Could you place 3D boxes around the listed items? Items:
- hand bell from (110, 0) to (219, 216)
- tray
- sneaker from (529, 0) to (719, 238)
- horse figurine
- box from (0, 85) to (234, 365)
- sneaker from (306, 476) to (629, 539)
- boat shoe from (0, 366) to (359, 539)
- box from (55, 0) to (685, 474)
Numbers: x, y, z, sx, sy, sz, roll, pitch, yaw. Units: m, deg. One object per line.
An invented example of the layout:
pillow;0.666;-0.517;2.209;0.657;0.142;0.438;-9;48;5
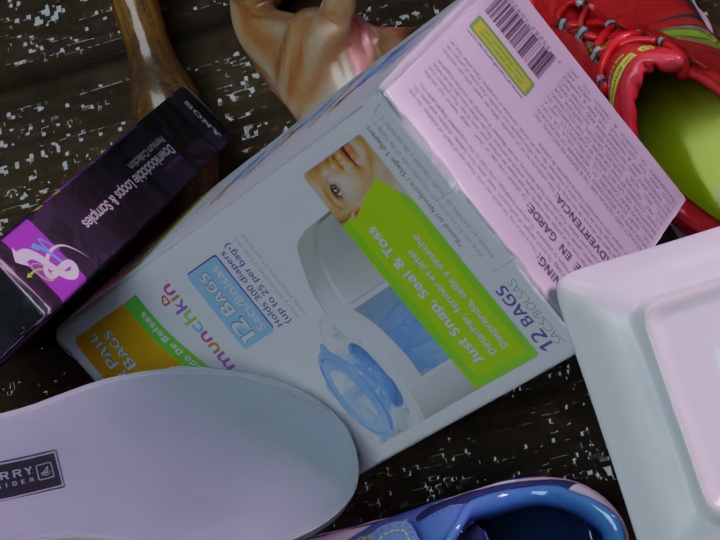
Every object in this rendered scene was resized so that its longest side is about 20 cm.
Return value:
hand bell;-0.098;-0.114;0.908;0.104;0.104;0.201;-17;89;17
tray;0.171;0.023;0.686;0.199;0.022;0.108;-17;81;-10
sneaker;0.109;-0.078;0.819;0.077;0.085;0.200;-46;71;8
horse figurine;0.015;-0.055;0.854;0.132;0.050;0.201;-26;87;42
box;-0.135;0.010;0.821;0.036;0.200;0.143;47;115;-4
sneaker;0.011;0.124;0.783;0.199;0.082;0.074;-23;88;-19
boat shoe;-0.101;0.084;0.741;0.199;0.066;0.070;-10;70;-14
box;0.000;0.000;0.781;0.200;0.101;0.113;-33;100;41
